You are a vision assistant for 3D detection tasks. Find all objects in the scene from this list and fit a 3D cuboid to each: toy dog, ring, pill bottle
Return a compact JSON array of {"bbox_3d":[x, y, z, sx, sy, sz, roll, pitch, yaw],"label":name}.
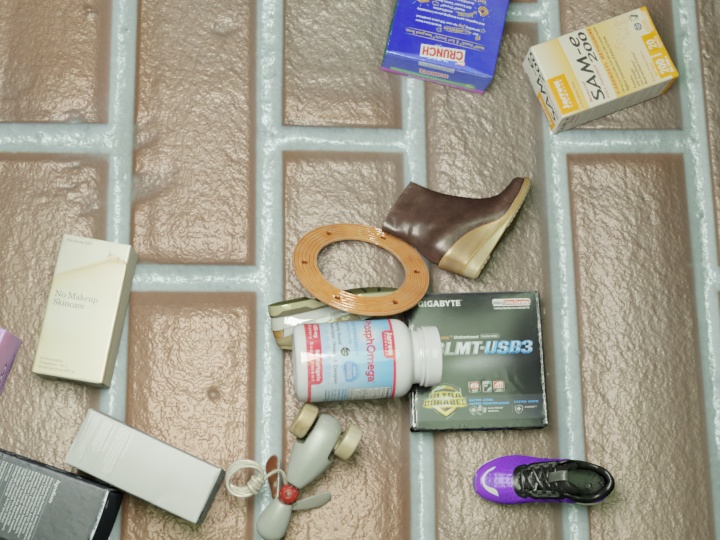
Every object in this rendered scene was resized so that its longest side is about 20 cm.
[{"bbox_3d":[-0.082,0.271,1.522,0.200,0.096,0.132,-39,90,2],"label":"toy dog"},{"bbox_3d":[0.000,0.000,1.560,0.199,0.019,0.201,9,38,-7],"label":"ring"},{"bbox_3d":[0.008,0.122,1.497,0.199,0.109,0.109,-3,77,-6],"label":"pill bottle"}]

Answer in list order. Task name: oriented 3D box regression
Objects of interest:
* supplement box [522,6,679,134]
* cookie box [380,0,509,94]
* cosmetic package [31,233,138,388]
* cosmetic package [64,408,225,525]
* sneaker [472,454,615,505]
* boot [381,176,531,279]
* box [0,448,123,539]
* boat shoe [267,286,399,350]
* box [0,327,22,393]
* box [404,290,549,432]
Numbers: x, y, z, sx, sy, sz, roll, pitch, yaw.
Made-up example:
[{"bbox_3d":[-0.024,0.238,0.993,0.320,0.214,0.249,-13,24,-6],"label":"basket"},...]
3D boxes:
[{"bbox_3d":[0.367,-0.308,1.677,0.199,0.074,0.126,-21,79,-8],"label":"supplement box"},{"bbox_3d":[0.135,-0.392,1.680,0.170,0.075,0.201,14,76,-1],"label":"cookie box"},{"bbox_3d":[-0.388,0.059,1.545,0.103,0.073,0.201,9,78,-2],"label":"cosmetic package"},{"bbox_3d":[-0.290,0.268,1.487,0.199,0.107,0.091,22,77,0],"label":"cosmetic package"},{"bbox_3d":[0.260,0.289,1.521,0.199,0.100,0.070,1,75,-4],"label":"sneaker"},{"bbox_3d":[0.145,-0.096,1.618,0.166,0.072,0.200,31,66,13],"label":"boot"},{"bbox_3d":[-0.431,0.309,1.446,0.199,0.148,0.105,19,77,1],"label":"box"},{"bbox_3d":[-0.031,0.067,1.573,0.199,0.075,0.069,-9,96,-7],"label":"boat shoe"},{"bbox_3d":[-0.600,0.140,1.499,0.199,0.097,0.177,19,77,0],"label":"box"},{"bbox_3d":[0.166,0.131,1.579,0.199,0.050,0.199,0,78,-4],"label":"box"}]
